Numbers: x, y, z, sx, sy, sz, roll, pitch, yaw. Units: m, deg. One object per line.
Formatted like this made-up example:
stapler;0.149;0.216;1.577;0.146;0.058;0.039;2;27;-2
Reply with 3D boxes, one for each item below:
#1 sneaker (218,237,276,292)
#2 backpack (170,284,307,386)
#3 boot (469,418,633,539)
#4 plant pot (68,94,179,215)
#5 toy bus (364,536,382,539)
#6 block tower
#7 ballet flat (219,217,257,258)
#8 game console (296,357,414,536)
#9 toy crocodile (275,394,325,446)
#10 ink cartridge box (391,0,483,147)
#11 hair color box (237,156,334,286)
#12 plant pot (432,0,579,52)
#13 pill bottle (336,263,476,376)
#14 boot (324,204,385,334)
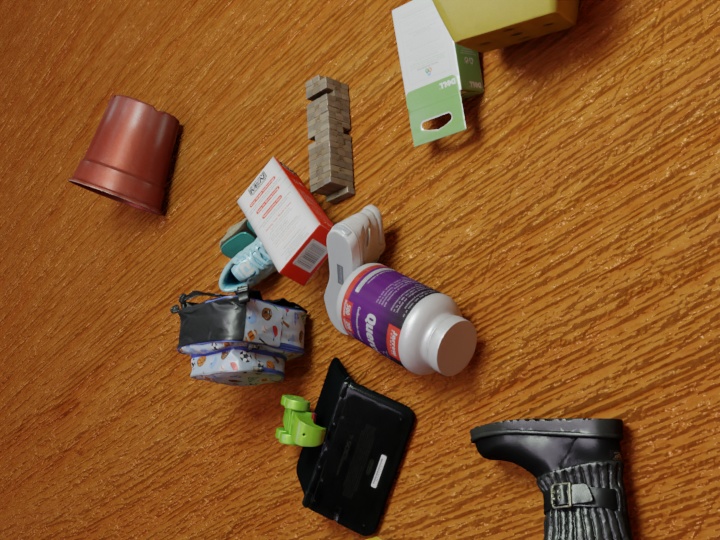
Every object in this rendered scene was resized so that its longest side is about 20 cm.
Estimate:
sneaker;-0.174;-0.013;1.449;0.074;0.082;0.200;46;133;-5
backpack;-0.179;0.107;1.369;0.198;0.188;0.158;-6;83;45
boot;0.217;0.256;1.001;0.209;0.079;0.161;-10;75;44
plant pot;-0.470;-0.240;1.754;0.199;0.199;0.199;15;85;46
toy bus;-0.043;0.474;1.152;0.136;0.190;0.202;43;111;43
block tower;-0.051;-0.217;1.393;0.053;0.057;0.204;-19;70;43
ballet flat;-0.180;-0.082;1.500;0.198;0.067;0.063;-22;39;39
game console;-0.013;0.260;1.286;0.173;0.116;0.204;21;99;16
toy crocodile;-0.093;0.231;1.307;0.200;0.060;0.069;156;124;-79
ink cartridge box;0.114;-0.288;1.220;0.103;0.059;0.205;-10;88;44
hair color box;-0.114;-0.080;1.338;0.102;0.061;0.201;-47;45;13
plant pot;0.179;-0.384;1.071;0.196;0.199;0.180;-9;93;25
pill bottle;0.063;0.070;1.175;0.199;0.111;0.115;26;101;46
boot;0.000;0.000;1.287;0.073;0.095;0.203;31;138;28
